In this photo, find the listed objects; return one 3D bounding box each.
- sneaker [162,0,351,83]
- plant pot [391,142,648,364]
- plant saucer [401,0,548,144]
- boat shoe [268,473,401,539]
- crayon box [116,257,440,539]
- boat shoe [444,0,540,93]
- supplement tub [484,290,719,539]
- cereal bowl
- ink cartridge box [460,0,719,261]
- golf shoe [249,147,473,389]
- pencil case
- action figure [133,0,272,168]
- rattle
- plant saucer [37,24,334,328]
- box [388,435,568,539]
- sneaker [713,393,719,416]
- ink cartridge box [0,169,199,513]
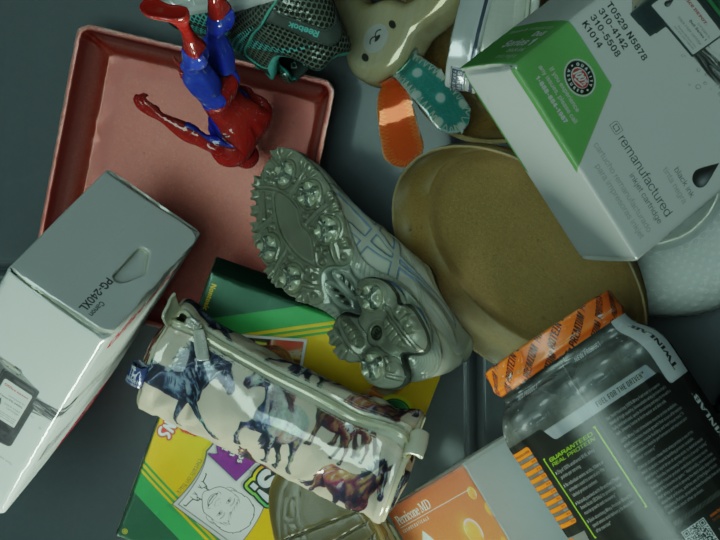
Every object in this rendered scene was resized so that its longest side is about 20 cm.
[{"bbox_3d":[-0.072,-0.166,1.540,0.077,0.200,0.091,-34,106,-20],"label":"sneaker"},{"bbox_3d":[0.109,-0.007,1.510,0.200,0.027,0.201,28,142,24],"label":"plant pot"},{"bbox_3d":[0.113,-0.175,1.509,0.200,0.035,0.201,-14,67,37],"label":"plant saucer"},{"bbox_3d":[0.005,0.211,1.553,0.073,0.063,0.201,-33,97,17],"label":"boat shoe"},{"bbox_3d":[-0.055,0.115,1.580,0.172,0.058,0.201,20,102,-4],"label":"crayon box"},{"bbox_3d":[0.109,-0.200,1.456,0.069,0.071,0.201,13,66,7],"label":"boat shoe"},{"bbox_3d":[0.171,0.121,1.419,0.122,0.122,0.200,-34,85,17],"label":"supplement tub"},{"bbox_3d":[0.198,-0.065,1.501,0.199,0.083,0.201,2,96,18],"label":"cereal bowl"},{"bbox_3d":[0.186,-0.122,1.389,0.200,0.084,0.146,-39,104,-15],"label":"ink cartridge box"},{"bbox_3d":[0.000,0.000,1.540,0.078,0.097,0.200,-49,60,27],"label":"golf shoe"},{"bbox_3d":[-0.050,0.091,1.483,0.199,0.090,0.078,25,62,9],"label":"pencil case"},{"bbox_3d":[-0.117,-0.135,1.517,0.099,0.200,0.065,21,65,26],"label":"action figure"},{"bbox_3d":[0.007,-0.187,1.492,0.130,0.143,0.201,3,71,23],"label":"rattle"},{"bbox_3d":[-0.124,-0.058,1.626,0.199,0.037,0.201,14,98,15],"label":"plant saucer"},{"bbox_3d":[0.126,0.207,1.509,0.200,0.097,0.124,59,149,6],"label":"box"},{"bbox_3d":[0.227,0.094,1.493,0.146,0.077,0.203,-7,107,18],"label":"sneaker"},{"bbox_3d":[-0.210,0.047,1.564,0.083,0.145,0.200,35,128,1],"label":"ink cartridge box"}]
